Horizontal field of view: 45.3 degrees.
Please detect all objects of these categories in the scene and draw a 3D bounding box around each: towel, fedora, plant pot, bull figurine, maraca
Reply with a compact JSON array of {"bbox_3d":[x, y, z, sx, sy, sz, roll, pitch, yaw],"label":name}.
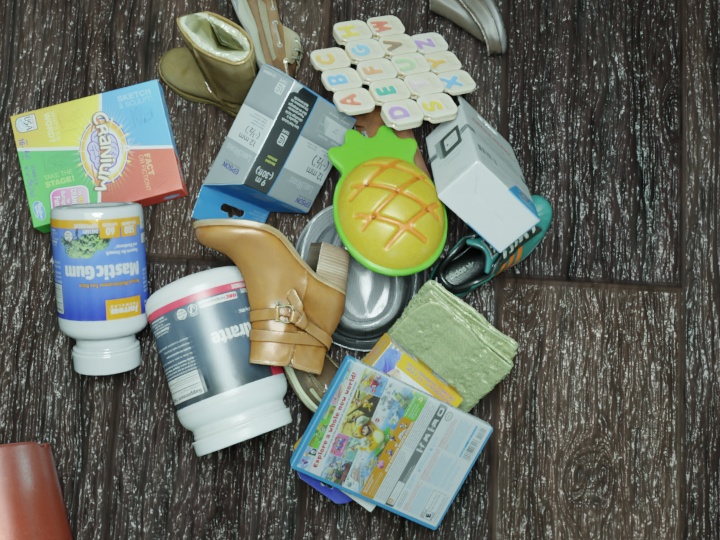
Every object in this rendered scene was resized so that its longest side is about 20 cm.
[{"bbox_3d":[0.087,0.120,1.066,0.148,0.036,0.201,40,119,3],"label":"towel"},{"bbox_3d":[0.000,0.000,1.097,0.174,0.090,0.203,0,82,-2],"label":"fedora"},{"bbox_3d":[-0.423,0.313,1.004,0.198,0.201,0.198,-13,75,-3],"label":"plant pot"},{"bbox_3d":[0.024,-0.172,1.123,0.120,0.065,0.202,-23,65,14],"label":"bull figurine"},{"bbox_3d":[0.030,-0.085,1.021,0.135,0.107,0.203,-7,65,-16],"label":"maraca"}]

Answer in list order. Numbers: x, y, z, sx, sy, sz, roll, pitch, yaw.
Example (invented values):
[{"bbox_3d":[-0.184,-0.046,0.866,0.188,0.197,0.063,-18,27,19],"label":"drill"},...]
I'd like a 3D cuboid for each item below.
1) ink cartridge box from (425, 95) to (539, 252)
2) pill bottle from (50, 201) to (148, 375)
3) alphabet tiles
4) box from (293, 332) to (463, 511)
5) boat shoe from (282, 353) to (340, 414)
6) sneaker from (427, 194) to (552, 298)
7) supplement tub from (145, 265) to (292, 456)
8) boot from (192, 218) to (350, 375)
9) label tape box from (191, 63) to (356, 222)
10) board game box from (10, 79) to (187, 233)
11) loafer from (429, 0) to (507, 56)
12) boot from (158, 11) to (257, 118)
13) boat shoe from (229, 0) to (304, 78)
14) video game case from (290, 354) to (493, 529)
[{"bbox_3d":[0.147,-0.126,1.080,0.115,0.201,0.067,39,115,-23],"label":"ink cartridge box"},{"bbox_3d":[-0.318,0.020,1.063,0.110,0.112,0.203,-2,99,-2],"label":"pill bottle"},{"bbox_3d":[0.042,-0.256,1.099,0.193,0.015,0.201,-14,56,-20],"label":"alphabet tiles"},{"bbox_3d":[0.014,0.189,1.018,0.119,0.041,0.201,38,92,-16],"label":"box"},{"bbox_3d":[-0.017,0.155,1.064,0.074,0.075,0.203,-26,106,33],"label":"boat shoe"},{"bbox_3d":[0.174,-0.029,1.110,0.199,0.080,0.072,-39,85,-6],"label":"sneaker"},{"bbox_3d":[-0.171,0.109,1.053,0.138,0.140,0.203,-19,83,-4],"label":"supplement tub"},{"bbox_3d":[-0.112,0.030,0.996,0.197,0.074,0.157,15,83,-12],"label":"boot"},{"bbox_3d":[-0.105,-0.130,1.062,0.066,0.143,0.202,30,96,31],"label":"label tape box"},{"bbox_3d":[-0.342,-0.150,1.133,0.197,0.040,0.155,-15,83,-3],"label":"board game box"},{"bbox_3d":[0.127,-0.365,1.167,0.071,0.073,0.201,-34,80,5],"label":"loafer"},{"bbox_3d":[-0.193,-0.265,1.069,0.173,0.200,0.067,24,81,6],"label":"boot"},{"bbox_3d":[-0.110,-0.292,1.143,0.071,0.076,0.202,-21,85,-6],"label":"boat shoe"},{"bbox_3d":[0.037,0.202,0.996,0.198,0.018,0.144,27,98,-15],"label":"video game case"}]
